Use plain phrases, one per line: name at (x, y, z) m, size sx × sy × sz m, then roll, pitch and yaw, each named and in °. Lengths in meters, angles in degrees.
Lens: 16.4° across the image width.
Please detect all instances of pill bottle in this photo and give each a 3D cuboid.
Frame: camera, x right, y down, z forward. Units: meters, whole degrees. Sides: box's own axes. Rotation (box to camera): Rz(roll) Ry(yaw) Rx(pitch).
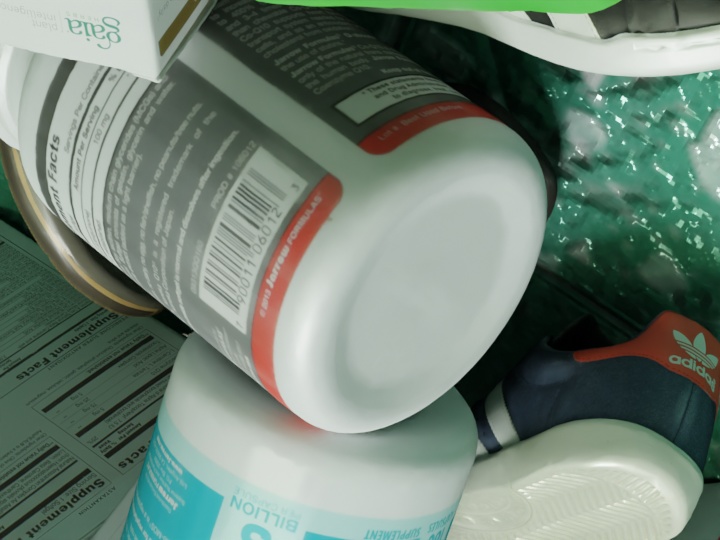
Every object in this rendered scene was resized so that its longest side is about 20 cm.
pill bottle at (-0.037, 0.124, 0.895) m, size 0.111 × 0.111 × 0.200 m, roll 25°, pitch 112°, yaw 18°
pill bottle at (-0.043, -0.043, 0.846) m, size 0.200 × 0.116 × 0.116 m, roll 38°, pitch 145°, yaw 32°

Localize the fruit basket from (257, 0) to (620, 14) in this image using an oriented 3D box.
fruit basket at (0.052, -0.162, 0.682) m, size 0.155 × 0.216 × 0.216 m, roll 6°, pitch 130°, yaw 35°

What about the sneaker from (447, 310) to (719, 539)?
sneaker at (0.065, 0.065, 0.936) m, size 0.075 × 0.085 × 0.200 m, roll 38°, pitch 150°, yaw -24°

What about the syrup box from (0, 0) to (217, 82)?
syrup box at (-0.089, -0.160, 0.742) m, size 0.079 × 0.082 × 0.200 m, roll 15°, pitch 140°, yaw 18°

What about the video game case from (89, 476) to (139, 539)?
video game case at (-0.067, 0.158, 0.996) m, size 0.022 × 0.200 × 0.182 m, roll 31°, pitch 169°, yaw 38°

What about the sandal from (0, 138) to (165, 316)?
sandal at (-0.107, -0.069, 0.969) m, size 0.054 × 0.082 × 0.200 m, roll -11°, pitch 114°, yaw 19°

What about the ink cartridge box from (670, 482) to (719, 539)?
ink cartridge box at (0.100, 0.185, 0.969) m, size 0.200 × 0.147 × 0.146 m, roll -12°, pitch 118°, yaw 45°

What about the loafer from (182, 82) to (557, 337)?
loafer at (0.000, 0.000, 0.934) m, size 0.073 × 0.071 × 0.200 m, roll 45°, pitch 141°, yaw -5°

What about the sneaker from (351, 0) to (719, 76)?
sneaker at (0.052, -0.129, 0.768) m, size 0.200 × 0.073 × 0.112 m, roll 11°, pitch 134°, yaw 33°

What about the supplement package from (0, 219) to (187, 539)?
supplement package at (-0.148, 0.101, 1.055) m, size 0.200 × 0.151 × 0.152 m, roll 30°, pitch 142°, yaw 35°
